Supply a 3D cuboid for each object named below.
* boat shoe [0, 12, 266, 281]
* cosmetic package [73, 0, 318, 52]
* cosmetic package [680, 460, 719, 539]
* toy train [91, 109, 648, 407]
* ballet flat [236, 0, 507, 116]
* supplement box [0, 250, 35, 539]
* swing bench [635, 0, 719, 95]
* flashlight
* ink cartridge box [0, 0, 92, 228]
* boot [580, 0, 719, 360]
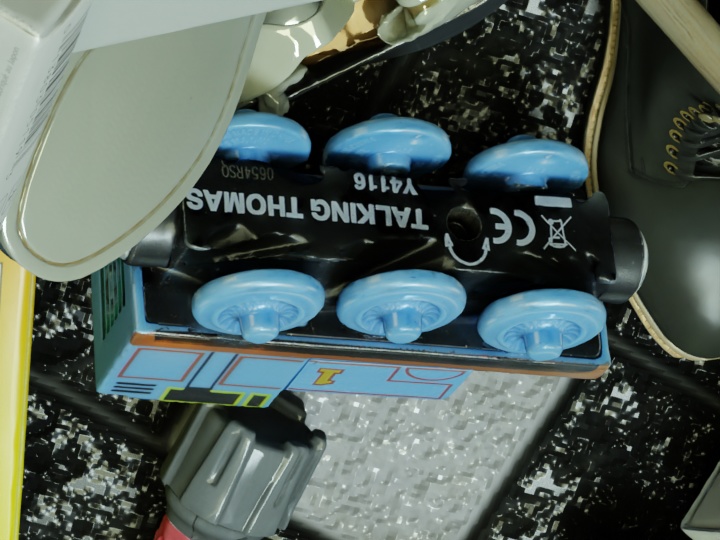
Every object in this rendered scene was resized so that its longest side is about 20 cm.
[{"bbox_3d":[-0.075,-0.090,0.986,0.075,0.062,0.201,34,75,-45],"label":"boat shoe"},{"bbox_3d":[-0.103,-0.144,0.953,0.199,0.152,0.052,-11,148,15],"label":"cosmetic package"},{"bbox_3d":[0.234,0.122,1.123,0.200,0.103,0.088,40,72,-19],"label":"cosmetic package"},{"bbox_3d":[0.000,0.000,1.060,0.199,0.114,0.087,4,65,-20],"label":"toy train"},{"bbox_3d":[-0.004,-0.097,1.049,0.199,0.073,0.073,-25,110,1],"label":"ballet flat"},{"bbox_3d":[-0.174,0.059,1.057,0.108,0.110,0.201,4,109,-9],"label":"supplement box"},{"bbox_3d":[0.184,-0.036,0.888,0.129,0.199,0.201,-34,124,-11],"label":"swing bench"},{"bbox_3d":[-0.081,0.138,1.114,0.068,0.068,0.201,16,111,-36],"label":"flashlight"},{"bbox_3d":[-0.193,-0.073,0.905,0.199,0.050,0.161,31,131,3],"label":"ink cartridge box"},{"bbox_3d":[0.124,-0.046,1.044,0.077,0.138,0.201,-11,110,-3],"label":"boot"}]
